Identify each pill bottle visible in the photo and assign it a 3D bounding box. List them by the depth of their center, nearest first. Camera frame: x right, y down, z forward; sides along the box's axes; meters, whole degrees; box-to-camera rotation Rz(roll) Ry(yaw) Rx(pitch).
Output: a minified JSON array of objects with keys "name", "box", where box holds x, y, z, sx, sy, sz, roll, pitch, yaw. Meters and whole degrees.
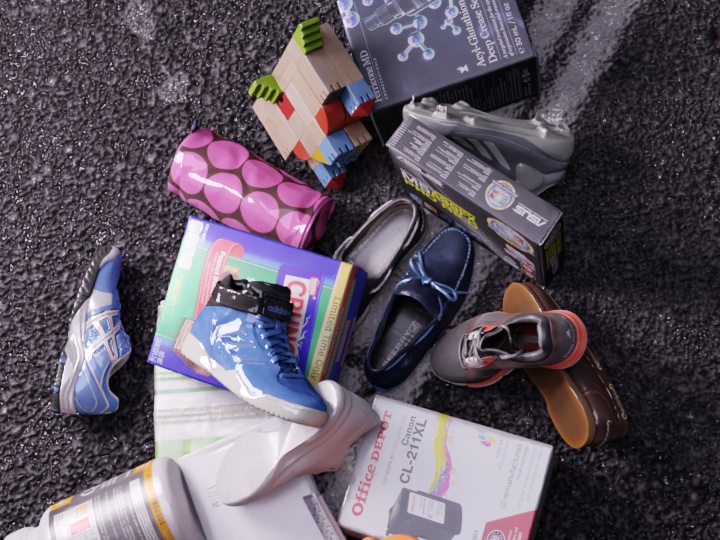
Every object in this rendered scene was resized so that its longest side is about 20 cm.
[{"name":"pill bottle","box":[-0.273,0.289,1.416,0.198,0.116,0.118,-23,71,2]}]

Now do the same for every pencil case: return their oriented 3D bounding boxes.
[{"name":"pencil case","box":[-0.123,-0.092,1.523,0.199,0.091,0.094,31,46,15]}]

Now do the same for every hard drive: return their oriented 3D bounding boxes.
[{"name":"hard drive","box":[-0.101,0.272,1.423,0.130,0.027,0.202,-23,78,3]}]

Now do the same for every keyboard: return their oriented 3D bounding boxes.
[{"name":"keyboard","box":[-0.005,0.320,1.364,0.011,0.056,0.202,-27,86,-24]}]

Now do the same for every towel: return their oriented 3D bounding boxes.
[{"name":"towel","box":[-0.161,0.130,1.494,0.147,0.031,0.203,-4,75,11]}]

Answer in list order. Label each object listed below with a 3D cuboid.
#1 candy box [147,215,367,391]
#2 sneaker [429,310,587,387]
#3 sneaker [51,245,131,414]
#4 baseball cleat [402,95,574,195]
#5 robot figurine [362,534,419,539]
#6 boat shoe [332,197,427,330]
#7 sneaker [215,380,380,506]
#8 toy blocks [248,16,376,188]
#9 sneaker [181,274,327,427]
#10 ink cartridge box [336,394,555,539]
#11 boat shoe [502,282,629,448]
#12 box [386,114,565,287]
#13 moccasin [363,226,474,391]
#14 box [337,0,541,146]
[{"name":"candy box","box":[-0.111,0.051,1.438,0.197,0.077,0.171,16,89,14]},{"name":"sneaker","box":[0.138,0.074,1.385,0.199,0.081,0.078,-18,72,42]},{"name":"sneaker","box":[-0.298,0.071,1.519,0.076,0.076,0.203,12,75,-9]},{"name":"baseball cleat","box":[0.137,-0.128,1.460,0.197,0.070,0.108,10,115,-6]},{"name":"robot figurine","box":[0.061,0.333,1.285,0.143,0.199,0.118,-15,51,40]},{"name":"boat shoe","box":[0.000,0.000,1.482,0.200,0.060,0.074,-45,73,-4]},{"name":"sneaker","box":[-0.064,0.194,1.376,0.199,0.088,0.076,-36,47,27]},{"name":"toy blocks","box":[-0.045,-0.174,1.483,0.099,0.200,0.138,-27,78,-31]},{"name":"sneaker","box":[-0.093,0.072,1.332,0.199,0.076,0.112,29,95,42]},{"name":"ink cartridge box","box":[0.090,0.232,1.384,0.197,0.083,0.148,14,77,14]},{"name":"boat shoe","box":[0.218,0.099,1.413,0.070,0.071,0.202,-6,59,-30]},{"name":"box","box":[0.128,-0.072,1.428,0.199,0.160,0.044,34,82,17]},{"name":"moccasin","box":[0.070,0.041,1.452,0.080,0.068,0.202,22,78,16]},{"name":"box","box":[0.091,-0.256,1.518,0.197,0.107,0.150,-19,72,5]}]
